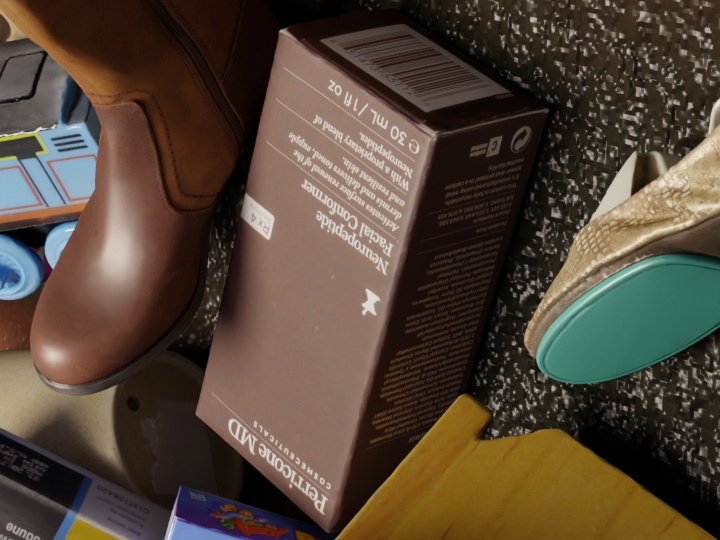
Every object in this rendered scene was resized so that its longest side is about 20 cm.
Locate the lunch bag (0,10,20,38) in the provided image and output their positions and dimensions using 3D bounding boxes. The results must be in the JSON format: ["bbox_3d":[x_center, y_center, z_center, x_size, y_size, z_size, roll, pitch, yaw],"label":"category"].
[{"bbox_3d":[-0.212,-0.203,0.957,0.200,0.124,0.170,20,151,49],"label":"lunch bag"}]

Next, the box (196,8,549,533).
[{"bbox_3d":[0.000,0.000,0.859,0.100,0.075,0.201,37,128,35],"label":"box"}]

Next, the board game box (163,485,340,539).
[{"bbox_3d":[-0.045,0.210,0.878,0.045,0.134,0.201,-96,24,-79],"label":"board game box"}]

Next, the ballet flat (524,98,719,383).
[{"bbox_3d":[0.130,-0.025,0.727,0.200,0.070,0.065,-37,46,44],"label":"ballet flat"}]

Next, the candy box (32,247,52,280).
[{"bbox_3d":[-0.250,-0.078,1.110,0.200,0.061,0.137,21,116,44],"label":"candy box"}]

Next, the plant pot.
[{"bbox_3d":[-0.161,0.114,1.014,0.200,0.187,0.188,-23,84,33],"label":"plant pot"}]

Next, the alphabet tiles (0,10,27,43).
[{"bbox_3d":[-0.139,-0.113,0.927,0.166,0.006,0.200,22,144,-4],"label":"alphabet tiles"}]

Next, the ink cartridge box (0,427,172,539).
[{"bbox_3d":[-0.146,0.186,0.939,0.197,0.047,0.200,26,114,-8],"label":"ink cartridge box"}]

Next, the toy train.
[{"bbox_3d":[-0.180,-0.046,0.950,0.199,0.087,0.114,-7,135,20],"label":"toy train"}]

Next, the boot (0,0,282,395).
[{"bbox_3d":[-0.101,-0.063,0.799,0.068,0.188,0.200,32,166,28],"label":"boot"}]

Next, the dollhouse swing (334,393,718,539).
[{"bbox_3d":[0.067,0.199,0.803,0.200,0.182,0.176,34,154,18],"label":"dollhouse swing"}]
